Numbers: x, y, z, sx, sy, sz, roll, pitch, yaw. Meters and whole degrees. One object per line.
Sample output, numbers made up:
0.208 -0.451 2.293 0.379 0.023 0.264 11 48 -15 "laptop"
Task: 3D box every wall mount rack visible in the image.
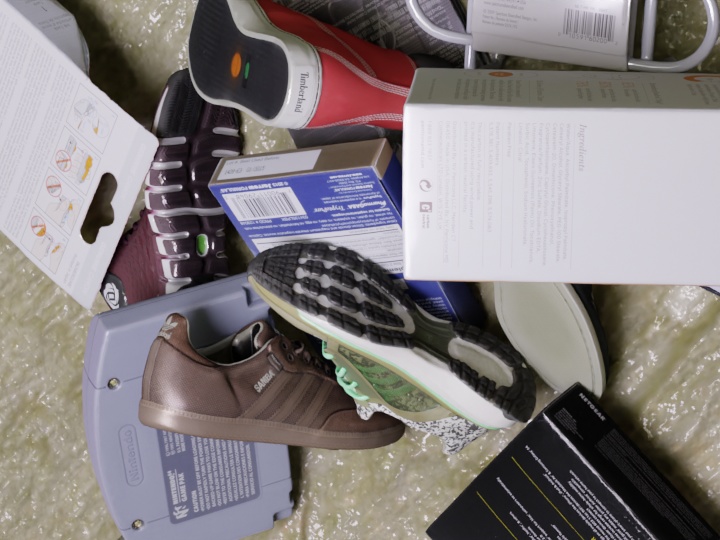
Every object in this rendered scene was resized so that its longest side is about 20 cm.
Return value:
0.129 -0.191 1.152 0.200 0.075 0.174 12 111 25 "wall mount rack"

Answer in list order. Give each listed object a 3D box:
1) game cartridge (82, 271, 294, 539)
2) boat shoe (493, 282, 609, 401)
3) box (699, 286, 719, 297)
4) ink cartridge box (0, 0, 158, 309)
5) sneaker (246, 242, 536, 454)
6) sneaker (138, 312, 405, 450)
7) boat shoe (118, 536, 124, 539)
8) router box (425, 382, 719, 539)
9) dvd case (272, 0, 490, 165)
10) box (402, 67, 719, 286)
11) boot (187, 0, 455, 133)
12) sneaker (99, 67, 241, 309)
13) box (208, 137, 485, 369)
-0.116 0.102 1.295 0.042 0.133 0.200 -123 24 -54 "game cartridge"
0.114 -0.010 1.203 0.074 0.066 0.200 -6 123 50 "boat shoe"
0.309 -0.025 1.112 0.200 0.044 0.161 26 113 20 "box"
-0.218 -0.097 1.346 0.200 0.050 0.162 40 127 17 "ink cartridge box"
0.008 0.060 1.213 0.200 0.077 0.089 31 124 -10 "sneaker"
-0.048 0.072 1.248 0.070 0.200 0.076 11 94 51 "sneaker"
-0.194 0.272 1.429 0.066 0.075 0.200 36 111 1 "boat shoe"
0.154 0.192 1.227 0.200 0.051 0.149 48 132 10 "router box"
0.017 -0.113 1.259 0.149 0.016 0.200 -28 88 29 "dvd case"
0.125 -0.054 1.067 0.199 0.124 0.098 1 105 5 "box"
-0.020 -0.128 1.227 0.200 0.144 0.073 40 122 57 "boot"
-0.145 -0.038 1.334 0.115 0.076 0.201 3 91 46 "sneaker"
0.000 0.000 1.248 0.121 0.032 0.200 -5 134 29 "box"
